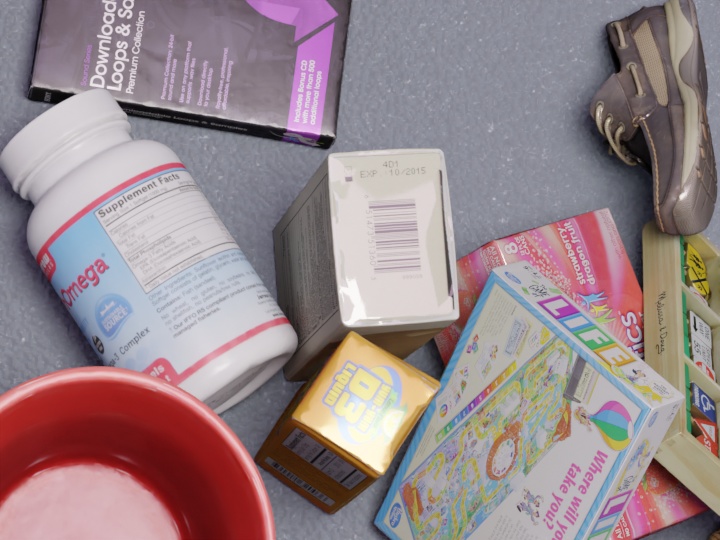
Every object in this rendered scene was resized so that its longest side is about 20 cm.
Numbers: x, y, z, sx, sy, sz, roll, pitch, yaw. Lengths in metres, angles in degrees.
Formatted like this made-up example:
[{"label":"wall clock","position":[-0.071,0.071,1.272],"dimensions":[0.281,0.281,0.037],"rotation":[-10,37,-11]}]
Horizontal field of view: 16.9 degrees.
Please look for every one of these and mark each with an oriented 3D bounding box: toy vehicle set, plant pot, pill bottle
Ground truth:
[{"label":"toy vehicle set","position":[0.223,0.068,1.499],"dimensions":[0.124,0.026,0.201],"rotation":[40,34,-27]},{"label":"plant pot","position":[-0.157,0.168,1.410],"dimensions":[0.199,0.177,0.202],"rotation":[2,78,-11]},{"label":"pill bottle","position":[-0.134,-0.006,1.480],"dimensions":[0.108,0.109,0.201],"rotation":[-32,80,-15]}]

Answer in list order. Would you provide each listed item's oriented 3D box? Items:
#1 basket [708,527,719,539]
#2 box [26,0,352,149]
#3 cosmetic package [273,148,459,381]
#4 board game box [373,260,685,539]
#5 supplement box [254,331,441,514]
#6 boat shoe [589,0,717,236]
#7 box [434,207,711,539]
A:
[{"label":"basket","position":[0.271,0.262,1.532],"dimensions":[0.200,0.149,0.143],"rotation":[-48,123,-15]},{"label":"box","position":[-0.106,-0.165,1.558],"dimensions":[0.199,0.036,0.144],"rotation":[8,78,-8]},{"label":"cosmetic package","position":[0.000,0.000,1.460],"dimensions":[0.071,0.200,0.106],"rotation":[-3,81,-12]},{"label":"board game box","position":[0.096,0.115,1.448],"dimensions":[0.034,0.201,0.134],"rotation":[-13,47,-46]},{"label":"supplement box","position":[-0.011,0.092,1.440],"dimensions":[0.069,0.200,0.067],"rotation":[35,75,-3]},{"label":"boat shoe","position":[0.187,-0.094,1.558],"dimensions":[0.073,0.075,0.201],"rotation":[-8,41,12]},{"label":"box","position":[0.128,0.076,1.509],"dimensions":[0.102,0.095,0.201],"rotation":[-15,81,-36]}]
